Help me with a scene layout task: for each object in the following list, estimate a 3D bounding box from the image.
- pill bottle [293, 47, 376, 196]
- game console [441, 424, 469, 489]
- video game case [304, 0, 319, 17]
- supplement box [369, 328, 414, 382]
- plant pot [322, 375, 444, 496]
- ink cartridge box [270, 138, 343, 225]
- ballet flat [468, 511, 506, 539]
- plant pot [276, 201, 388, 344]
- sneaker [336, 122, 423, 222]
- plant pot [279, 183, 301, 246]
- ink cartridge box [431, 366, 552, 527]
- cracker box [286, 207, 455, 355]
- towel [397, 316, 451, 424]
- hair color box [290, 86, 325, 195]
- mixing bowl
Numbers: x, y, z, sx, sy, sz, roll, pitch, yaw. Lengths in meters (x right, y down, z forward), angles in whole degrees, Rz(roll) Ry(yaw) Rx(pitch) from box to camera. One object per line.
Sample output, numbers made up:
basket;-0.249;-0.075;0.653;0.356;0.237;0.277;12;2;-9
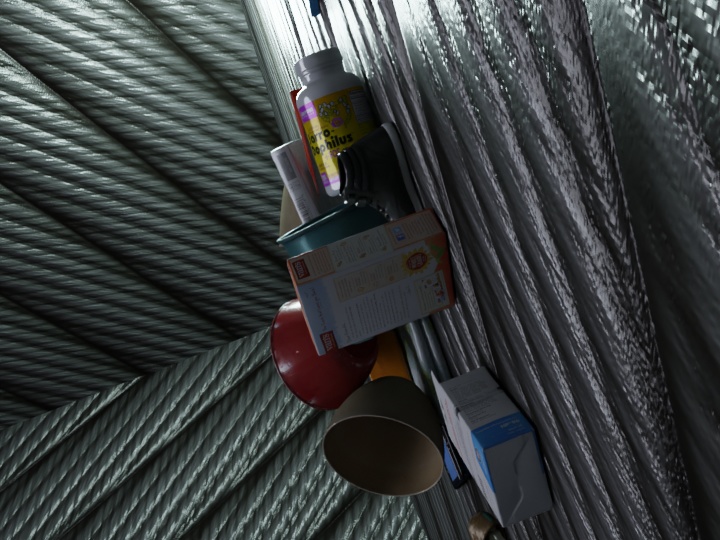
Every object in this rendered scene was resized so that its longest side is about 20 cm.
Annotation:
pill bottle;-0.033;-0.220;1.228;0.104;0.103;0.203;-161;52;-83
game console;0.121;0.350;1.610;0.200;0.117;0.173;85;165;-70
video game case;-0.113;-0.538;1.358;0.144;0.018;0.202;81;168;-65
supplement box;0.057;0.155;1.583;0.200;0.073;0.128;-36;-74;-81
plant pot;0.049;0.254;1.364;0.135;0.197;0.202;-70;-27;-48
ink cartridge box;-0.075;-0.169;1.541;0.164;0.050;0.200;65;-155;-5
ballet flat;0.235;0.494;1.356;0.072;0.067;0.203;-18;88;65
plant pot;0.000;-0.006;1.293;0.198;0.198;0.200;63;175;-6
sneaker;0.028;-0.088;1.122;0.071;0.098;0.203;-150;40;-78
plant pot;-0.091;-0.159;1.754;0.187;0.184;0.204;-164;68;-83
ink cartridge box;0.156;0.201;1.018;0.200;0.067;0.117;-123;15;-66
cracker box;0.017;0.016;1.066;0.058;0.197;0.135;-116;9;-45
towel;0.113;0.166;1.419;0.171;0.048;0.203;143;107;-85
hair color box;-0.047;-0.222;1.375;0.201;0.100;0.062;80;169;-56
mixing bowl;-0.041;0.121;1.391;0.108;0.199;0.203;-31;74;40
